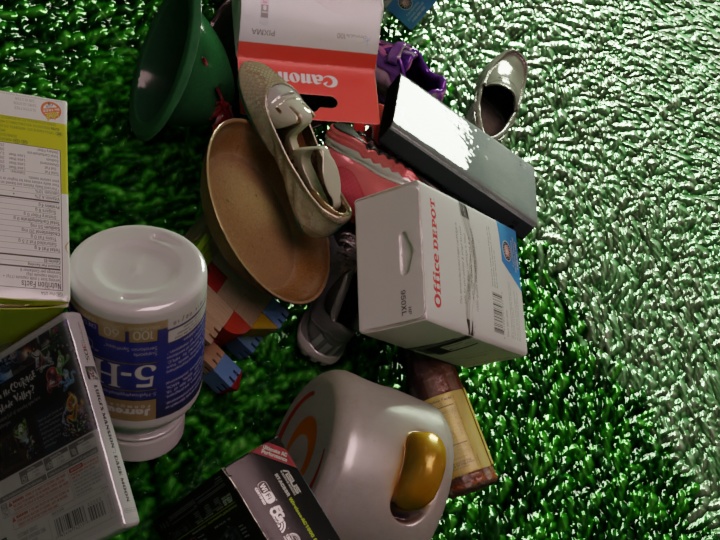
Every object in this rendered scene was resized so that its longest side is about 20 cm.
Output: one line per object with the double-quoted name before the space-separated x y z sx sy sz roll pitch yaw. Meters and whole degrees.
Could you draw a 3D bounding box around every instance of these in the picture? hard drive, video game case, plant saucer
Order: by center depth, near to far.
"video game case" -0.280 0.157 0.996 0.023 0.200 0.182 4 61 -56
"plant saucer" -0.102 -0.055 1.207 0.200 0.035 0.201 42 36 -41
"hard drive" 0.111 -0.130 1.346 0.200 0.033 0.140 33 31 -14

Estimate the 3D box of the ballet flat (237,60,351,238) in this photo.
"ballet flat" -0.061 -0.132 1.224 0.067 0.062 0.201 -27 93 -46

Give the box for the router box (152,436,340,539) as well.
"router box" -0.093 0.248 1.047 0.062 0.200 0.150 -26 81 -35

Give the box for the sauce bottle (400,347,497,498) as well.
"sauce bottle" 0.086 0.144 1.291 0.066 0.066 0.201 -8 69 -33

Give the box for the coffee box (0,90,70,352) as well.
"coffee box" -0.375 -0.029 1.026 0.199 0.200 0.198 6 64 -29

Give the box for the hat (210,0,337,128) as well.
"hat" -0.084 -0.262 1.352 0.200 0.081 0.201 3 66 -7

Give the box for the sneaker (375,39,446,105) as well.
"sneaker" 0.026 -0.250 1.439 0.200 0.088 0.081 38 55 -5

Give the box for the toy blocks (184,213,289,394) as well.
"toy blocks" -0.137 0.028 1.210 0.137 0.100 0.200 46 44 -17

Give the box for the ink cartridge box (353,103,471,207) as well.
"ink cartridge box" 0.065 -0.113 1.405 0.199 0.067 0.117 19 58 -21

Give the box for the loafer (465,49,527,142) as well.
"loafer" 0.176 -0.215 1.518 0.070 0.070 0.200 32 54 -12

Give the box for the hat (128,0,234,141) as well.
"hat" -0.140 -0.190 1.282 0.176 0.200 0.166 15 35 -29

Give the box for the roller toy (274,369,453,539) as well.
"roller toy" 0.001 0.196 1.137 0.139 0.200 0.183 22 24 -20

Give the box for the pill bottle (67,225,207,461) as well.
"pill bottle" -0.199 0.071 1.066 0.119 0.201 0.120 5 39 -4

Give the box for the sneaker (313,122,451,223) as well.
"sneaker" 0.027 -0.081 1.307 0.200 0.087 0.074 30 13 -24

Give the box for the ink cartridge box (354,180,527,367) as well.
"ink cartridge box" 0.084 0.009 1.231 0.200 0.084 0.145 22 59 -51

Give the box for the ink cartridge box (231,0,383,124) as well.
"ink cartridge box" -0.054 -0.262 1.291 0.162 0.057 0.201 2 63 -18

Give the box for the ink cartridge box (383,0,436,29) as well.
"ink cartridge box" 0.055 -0.448 1.518 0.200 0.147 0.146 40 54 -6

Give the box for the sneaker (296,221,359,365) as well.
"sneaker" 0.000 0.000 1.280 0.075 0.115 0.201 25 57 -17
